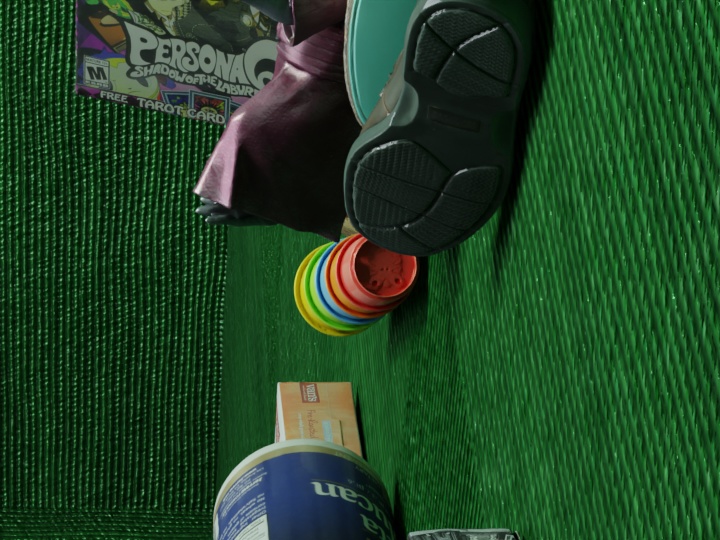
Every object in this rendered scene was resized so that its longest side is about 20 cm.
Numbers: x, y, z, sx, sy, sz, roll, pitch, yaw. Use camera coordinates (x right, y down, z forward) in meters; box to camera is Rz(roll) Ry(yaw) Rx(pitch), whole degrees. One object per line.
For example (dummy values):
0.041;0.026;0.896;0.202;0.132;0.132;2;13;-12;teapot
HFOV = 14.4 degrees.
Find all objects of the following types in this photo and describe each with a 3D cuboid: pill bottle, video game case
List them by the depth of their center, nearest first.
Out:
-0.028;0.192;1.662;0.200;0.111;0.111;-101;12;-63;pill bottle
-0.072;-0.158;1.702;0.181;0.200;0.036;98;-174;-49;video game case

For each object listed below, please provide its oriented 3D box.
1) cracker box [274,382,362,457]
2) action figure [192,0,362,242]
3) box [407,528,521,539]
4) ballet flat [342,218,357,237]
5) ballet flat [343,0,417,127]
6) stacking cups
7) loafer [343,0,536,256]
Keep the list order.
-0.033;0.196;1.998;0.134;0.058;0.200;-99;12;-59;cracker box
-0.014;-0.108;1.433;0.134;0.149;0.200;-60;-11;-63;action figure
0.048;0.220;1.162;0.158;0.050;0.200;-122;33;-80;box
-0.019;-0.053;1.840;0.200;0.065;0.071;-151;61;-84;ballet flat
0.034;-0.162;1.374;0.067;0.068;0.200;-41;-40;-71;ballet flat
0.000;0.000;1.681;0.200;0.060;0.061;135;135;-80;stacking cups
0.043;-0.078;1.250;0.200;0.072;0.063;112;179;-58;loafer
